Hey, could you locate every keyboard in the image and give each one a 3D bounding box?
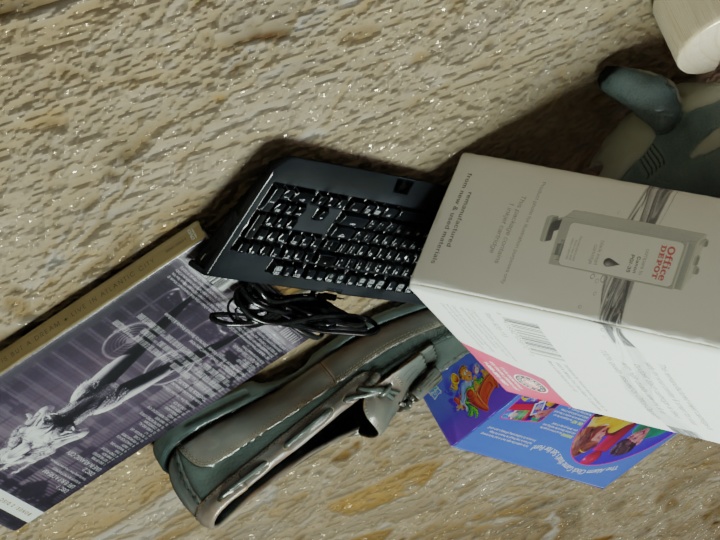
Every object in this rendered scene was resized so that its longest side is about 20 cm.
[{"bbox_3d":[0.000,0.000,1.198,0.200,0.040,0.104,8,127,-51],"label":"keyboard"}]

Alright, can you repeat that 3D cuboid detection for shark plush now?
[{"bbox_3d":[0.206,-0.049,1.194,0.091,0.200,0.083,10,90,-61],"label":"shark plush"}]

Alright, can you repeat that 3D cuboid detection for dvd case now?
[{"bbox_3d":[-0.134,0.058,1.213,0.200,0.016,0.149,-34,152,6],"label":"dvd case"}]

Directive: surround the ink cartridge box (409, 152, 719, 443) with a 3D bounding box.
[{"bbox_3d":[0.148,0.021,1.201,0.147,0.200,0.083,47,60,-54],"label":"ink cartridge box"}]

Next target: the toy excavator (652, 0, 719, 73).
[{"bbox_3d":[0.267,-0.163,1.150,0.194,0.100,0.200,-5,152,-35],"label":"toy excavator"}]

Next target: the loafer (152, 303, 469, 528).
[{"bbox_3d":[-0.014,0.080,1.309,0.200,0.063,0.072,-25,152,-7],"label":"loafer"}]

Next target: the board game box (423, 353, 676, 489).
[{"bbox_3d":[0.145,0.067,1.451,0.134,0.045,0.200,-40,150,19],"label":"board game box"}]
